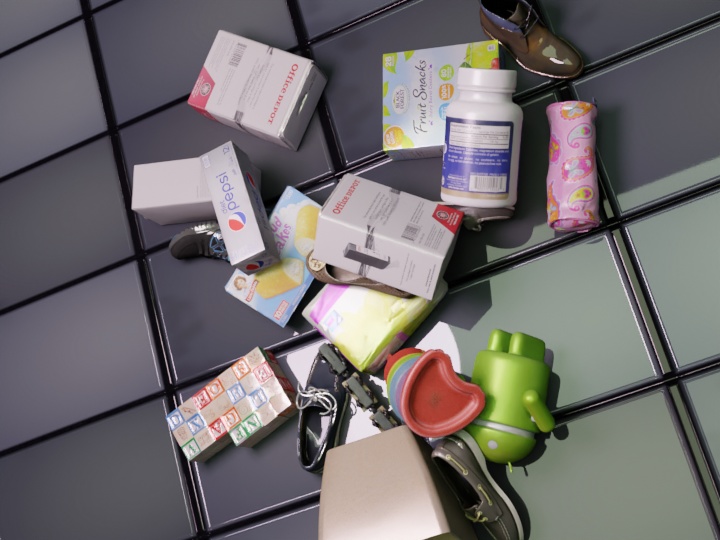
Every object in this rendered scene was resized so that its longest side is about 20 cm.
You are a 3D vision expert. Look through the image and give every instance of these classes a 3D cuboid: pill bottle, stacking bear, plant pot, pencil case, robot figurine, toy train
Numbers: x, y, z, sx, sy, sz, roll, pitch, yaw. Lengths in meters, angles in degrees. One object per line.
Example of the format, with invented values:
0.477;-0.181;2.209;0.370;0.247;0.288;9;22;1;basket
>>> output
0.186;-0.203;1.611;0.118;0.120;0.203;7;102;19;pill bottle
0.089;0.169;1.584;0.114;0.200;0.121;-46;104;-2;stacking bear
0.047;0.345;1.569;0.197;0.200;0.179;-19;62;13;plant pot
0.330;-0.162;1.640;0.086;0.087;0.203;-2;77;18;pencil case
0.217;0.193;1.577;0.174;0.115;0.203;6;80;47;robot figurine
0.001;0.196;1.669;0.034;0.046;0.201;-39;84;-6;toy train

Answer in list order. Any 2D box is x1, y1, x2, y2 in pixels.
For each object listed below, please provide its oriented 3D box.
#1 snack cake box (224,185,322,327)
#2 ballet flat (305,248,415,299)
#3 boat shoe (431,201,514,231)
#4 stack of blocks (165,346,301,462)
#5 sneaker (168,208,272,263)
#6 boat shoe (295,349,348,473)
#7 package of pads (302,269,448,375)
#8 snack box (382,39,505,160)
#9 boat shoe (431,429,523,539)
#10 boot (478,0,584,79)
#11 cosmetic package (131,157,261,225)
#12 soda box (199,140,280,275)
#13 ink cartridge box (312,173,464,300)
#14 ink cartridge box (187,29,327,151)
-0.124;-0.024;1.742;0.114;0.067;0.202;32;89;-10;snack cake box
0.000;0.000;1.658;0.198;0.046;0.068;17;82;22;ballet flat
0.146;-0.082;1.689;0.197;0.067;0.058;4;89;14;boat shoe
-0.207;0.233;1.740;0.199;0.059;0.116;-37;70;7;stack of blocks
-0.236;-0.044;1.804;0.197;0.073;0.083;-15;81;17;sneaker
-0.067;0.221;1.694;0.074;0.062;0.203;7;80;21;boat shoe
0.027;0.050;1.698;0.154;0.068;0.201;42;93;22;package of pads
0.137;-0.276;1.735;0.197;0.068;0.171;-5;78;18;snack box
0.170;0.330;1.551;0.060;0.072;0.203;-36;101;-32;boat shoe
0.267;-0.377;1.698;0.199;0.097;0.075;34;90;22;boot
-0.281;-0.137;1.822;0.197;0.108;0.086;-3;77;16;cosmetic package
-0.192;-0.099;1.687;0.063;0.068;0.202;-24;69;12;soda box
0.042;-0.055;1.610;0.197;0.145;0.085;20;125;8;ink cartridge box
-0.177;-0.312;1.839;0.198;0.085;0.147;22;86;23;ink cartridge box
